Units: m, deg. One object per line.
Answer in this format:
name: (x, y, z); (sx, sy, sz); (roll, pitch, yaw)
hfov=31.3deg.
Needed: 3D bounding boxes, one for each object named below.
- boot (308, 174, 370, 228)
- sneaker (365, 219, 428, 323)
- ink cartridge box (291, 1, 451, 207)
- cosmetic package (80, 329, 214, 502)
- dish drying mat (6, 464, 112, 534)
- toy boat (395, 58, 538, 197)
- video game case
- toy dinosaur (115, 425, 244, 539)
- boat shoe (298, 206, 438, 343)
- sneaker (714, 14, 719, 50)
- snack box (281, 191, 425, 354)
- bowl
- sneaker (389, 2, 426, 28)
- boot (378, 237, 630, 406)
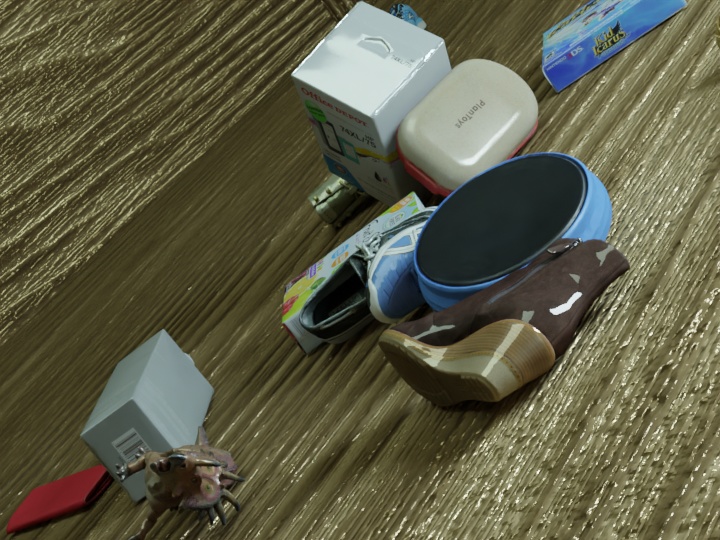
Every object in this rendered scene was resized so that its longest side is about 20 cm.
boot: (0.002, -0.125, 1.847); (0.154, 0.072, 0.200); (-40, 14, -1)
sneaker: (0.084, -0.022, 1.325); (0.200, 0.076, 0.077); (-45, 20, -18)
ink cartridge box: (0.030, -0.209, 1.661); (0.146, 0.201, 0.146); (31, 69, 32)
cosmetic package: (-0.243, 0.164, 1.497); (0.090, 0.107, 0.200); (-35, 13, 11)
dish drying mat: (-0.376, 0.287, 1.622); (0.199, 0.018, 0.077); (-24, 21, 42)
toy boat: (0.131, -0.163, 1.603); (0.200, 0.130, 0.131); (-45, -13, -24)
video game case: (0.335, -0.336, 1.726); (0.199, 0.046, 0.182); (-33, 15, 21)
toy dinosaur: (-0.159, 0.200, 1.250); (0.134, 0.087, 0.200); (-21, 3, 20)
boat shoe: (0.015, -0.001, 1.387); (0.198, 0.074, 0.068); (-36, -26, 12)
sneaker: (0.444, -0.285, 1.286); (0.200, 0.075, 0.090); (-44, -21, 23)
snack box: (0.000, 0.000, 1.505); (0.199, 0.053, 0.142); (-36, 16, 9)
bowl: (0.138, -0.036, 1.210); (0.199, 0.040, 0.202); (-25, 31, 16)
sneaker: (0.087, -0.536, 2.830); (0.078, 0.090, 0.200); (-33, 16, 18)
boot: (0.118, 0.038, 1.086); (0.166, 0.073, 0.199); (-43, 22, -20)
